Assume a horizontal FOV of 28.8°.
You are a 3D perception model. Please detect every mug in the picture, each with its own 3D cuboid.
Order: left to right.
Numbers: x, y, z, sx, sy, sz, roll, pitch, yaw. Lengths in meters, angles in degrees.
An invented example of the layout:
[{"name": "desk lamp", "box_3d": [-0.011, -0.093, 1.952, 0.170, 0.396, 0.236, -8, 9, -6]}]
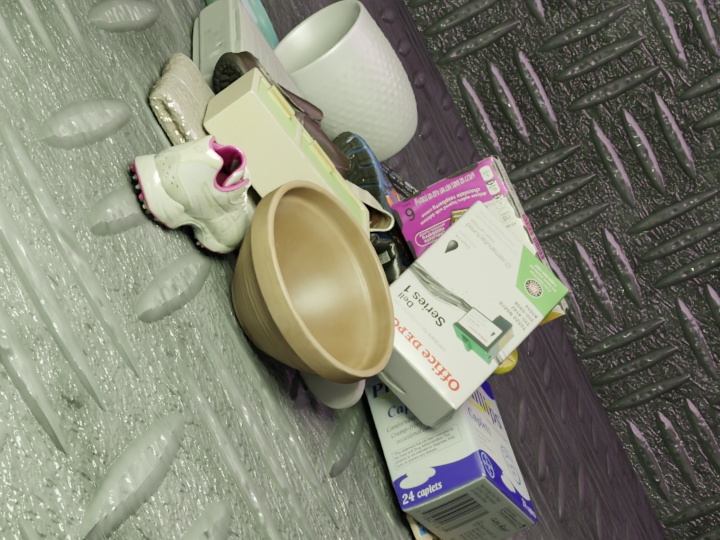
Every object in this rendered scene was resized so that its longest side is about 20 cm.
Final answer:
[{"name": "mug", "box_3d": [-0.024, -0.232, 1.793, 0.176, 0.148, 0.200, 52, -17, -28]}]

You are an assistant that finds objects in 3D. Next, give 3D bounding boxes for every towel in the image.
[{"name": "towel", "box_3d": [-0.149, -0.120, 1.439, 0.200, 0.034, 0.133, 59, 14, -21]}]

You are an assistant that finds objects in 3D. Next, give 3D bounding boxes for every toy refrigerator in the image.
[{"name": "toy refrigerator", "box_3d": [-0.071, -0.105, 1.437, 0.200, 0.070, 0.076, 51, 16, -20]}]

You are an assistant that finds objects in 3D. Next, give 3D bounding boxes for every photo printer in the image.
[{"name": "photo printer", "box_3d": [-0.117, -0.196, 1.617, 0.200, 0.069, 0.167, 55, 16, -37]}]

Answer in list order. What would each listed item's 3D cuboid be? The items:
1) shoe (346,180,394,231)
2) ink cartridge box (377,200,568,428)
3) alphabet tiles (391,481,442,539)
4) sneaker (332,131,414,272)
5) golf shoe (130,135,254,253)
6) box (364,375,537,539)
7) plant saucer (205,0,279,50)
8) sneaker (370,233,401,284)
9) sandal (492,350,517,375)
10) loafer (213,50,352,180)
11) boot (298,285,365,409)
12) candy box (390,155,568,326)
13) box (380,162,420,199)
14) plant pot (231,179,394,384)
[{"name": "shoe", "box_3d": [-0.042, -0.082, 1.580, 0.200, 0.070, 0.053, 17, 9, -41]}, {"name": "ink cartridge box", "box_3d": [0.103, 0.048, 1.515, 0.146, 0.200, 0.084, 45, -25, 3]}, {"name": "alphabet tiles", "box_3d": [0.084, 0.292, 1.627, 0.201, 0.015, 0.196, 67, 13, 10]}, {"name": "sneaker", "box_3d": [0.019, -0.076, 1.705, 0.201, 0.075, 0.078, 66, 22, -3]}, {"name": "golf shoe", "box_3d": [-0.130, -0.070, 1.295, 0.076, 0.091, 0.200, 67, 14, 17]}, {"name": "box", "box_3d": [0.101, 0.198, 1.608, 0.184, 0.105, 0.201, 46, 21, -53]}, {"name": "plant saucer", "box_3d": [-0.157, -0.330, 1.799, 0.201, 0.027, 0.200, 59, 14, -25]}, {"name": "sneaker", "box_3d": [0.001, 0.001, 1.622, 0.077, 0.111, 0.200, 63, 13, -7]}, {"name": "sandal", "box_3d": [0.127, 0.054, 1.783, 0.079, 0.087, 0.201, 4, 58, -35]}, {"name": "loafer", "box_3d": [-0.082, -0.159, 1.506, 0.200, 0.073, 0.071, 54, 55, -21]}, {"name": "boot", "box_3d": [-0.035, 0.051, 1.474, 0.090, 0.073, 0.201, 14, 51, -66]}, {"name": "candy box", "box_3d": [0.138, -0.015, 1.625, 0.201, 0.136, 0.061, 64, 14, 0]}, {"name": "box", "box_3d": [0.008, -0.099, 1.830, 0.200, 0.048, 0.193, 36, 24, -16]}, {"name": "plant pot", "box_3d": [-0.059, 0.021, 1.353, 0.201, 0.092, 0.202, 39, 39, -41]}]
